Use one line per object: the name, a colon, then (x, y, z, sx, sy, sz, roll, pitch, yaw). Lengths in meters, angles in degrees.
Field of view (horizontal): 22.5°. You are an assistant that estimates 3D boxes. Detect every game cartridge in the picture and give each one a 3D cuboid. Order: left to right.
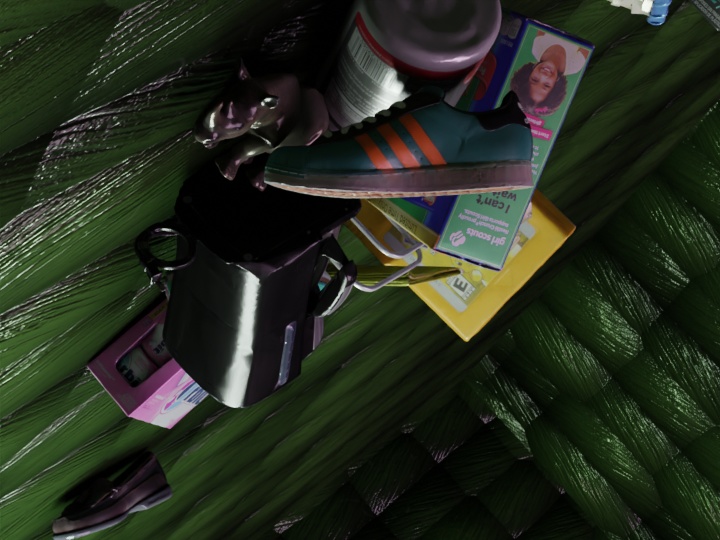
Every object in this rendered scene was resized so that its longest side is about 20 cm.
game cartridge: (0.093, -0.051, 1.864, 0.176, 0.200, 0.032, -49, 178, 29)

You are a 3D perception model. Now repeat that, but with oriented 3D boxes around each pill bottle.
pill bottle: (0.028, -0.157, 1.419, 0.111, 0.111, 0.200, -37, 169, -30)

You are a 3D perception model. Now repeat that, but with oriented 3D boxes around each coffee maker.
coffee maker: (-0.108, 0.009, 1.506, 0.192, 0.135, 0.200, -11, 143, -20)

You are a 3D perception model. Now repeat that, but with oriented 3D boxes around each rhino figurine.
rhino figurine: (-0.077, -0.113, 1.344, 0.087, 0.060, 0.200, -40, 169, 8)

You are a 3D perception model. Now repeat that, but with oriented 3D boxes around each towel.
towel: (0.000, 0.000, 1.861, 0.200, 0.018, 0.086, 2, -170, 41)

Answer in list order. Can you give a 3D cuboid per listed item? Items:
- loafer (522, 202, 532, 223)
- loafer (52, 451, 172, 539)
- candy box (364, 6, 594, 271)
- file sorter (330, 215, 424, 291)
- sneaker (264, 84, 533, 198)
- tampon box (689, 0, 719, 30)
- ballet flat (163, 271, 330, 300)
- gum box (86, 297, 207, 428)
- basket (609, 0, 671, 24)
loafer: (0.134, -0.131, 1.780, 0.068, 0.201, 0.076, -3, -171, -18)
loafer: (-0.301, 0.267, 2.147, 0.072, 0.063, 0.200, -13, -178, 32)
candy box: (0.092, -0.120, 1.503, 0.169, 0.077, 0.200, 39, -69, 63)
file sorter: (0.046, -0.098, 1.704, 0.200, 0.125, 0.139, -50, 169, 33)
sneaker: (0.027, -0.095, 1.338, 0.199, 0.080, 0.071, -2, 178, -4)
tampon box: (0.404, -0.375, 1.854, 0.126, 0.150, 0.200, -31, 165, -51)
ballet flat: (-0.105, 0.006, 1.693, 0.200, 0.071, 0.069, -14, 163, -49)
gum box: (-0.184, 0.087, 1.761, 0.113, 0.066, 0.200, -42, 170, -1)
basket: (0.279, -0.292, 1.564, 0.176, 0.200, 0.139, 91, 16, -77)
